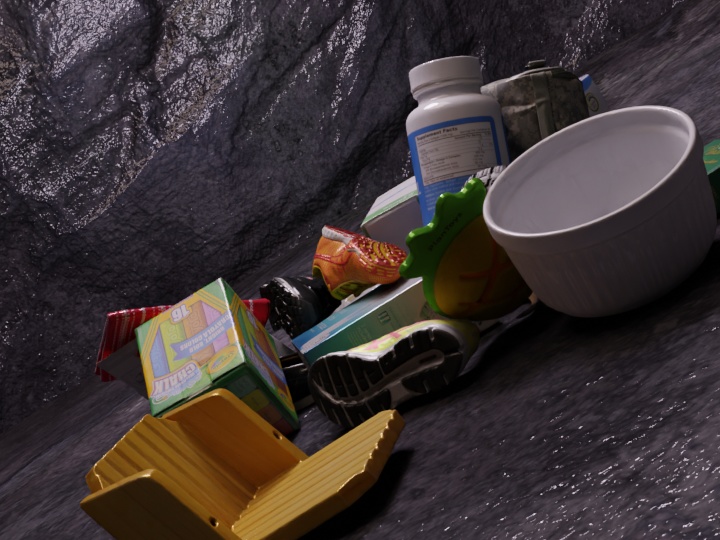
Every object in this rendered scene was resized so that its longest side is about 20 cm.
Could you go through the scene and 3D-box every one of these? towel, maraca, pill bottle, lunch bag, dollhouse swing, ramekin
[{"bbox_3d":[-0.213,0.084,1.661,0.198,0.023,0.145,-5,-33,-21],"label":"towel"},{"bbox_3d":[0.108,-0.017,1.320,0.137,0.107,0.200,-53,-35,4],"label":"maraca"},{"bbox_3d":[0.112,-0.132,1.551,0.111,0.202,0.112,-9,-6,-1],"label":"pill bottle"},{"bbox_3d":[0.208,-0.135,1.623,0.138,0.202,0.168,-9,0,-3],"label":"lunch bag"},{"bbox_3d":[-0.093,0.150,1.157,0.176,0.181,0.200,-50,0,21],"label":"dollhouse swing"},{"bbox_3d":[0.219,-0.048,1.222,0.199,0.105,0.201,-24,26,12],"label":"ramekin"}]

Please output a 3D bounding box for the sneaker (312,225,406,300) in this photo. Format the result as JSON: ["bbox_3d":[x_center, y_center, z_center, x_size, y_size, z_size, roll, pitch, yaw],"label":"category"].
[{"bbox_3d":[0.000,0.000,1.531,0.072,0.078,0.200,13,2,-17],"label":"sneaker"}]

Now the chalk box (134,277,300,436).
[{"bbox_3d":[-0.154,0.132,1.514,0.123,0.125,0.201,-30,41,5],"label":"chalk box"}]

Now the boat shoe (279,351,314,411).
[{"bbox_3d":[-0.021,0.093,1.598,0.199,0.068,0.072,-29,6,10],"label":"boat shoe"}]

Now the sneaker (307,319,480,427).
[{"bbox_3d":[0.036,0.096,1.349,0.199,0.079,0.090,-18,6,35],"label":"sneaker"}]

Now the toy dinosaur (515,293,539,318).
[{"bbox_3d":[0.173,0.011,1.467,0.106,0.060,0.200,-47,21,-7],"label":"toy dinosaur"}]

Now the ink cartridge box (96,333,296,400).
[{"bbox_3d":[-0.193,0.111,1.668,0.160,0.200,0.050,-32,38,24],"label":"ink cartridge box"}]

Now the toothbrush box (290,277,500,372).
[{"bbox_3d":[0.034,0.064,1.481,0.199,0.086,0.146,-31,6,-5],"label":"toothbrush box"}]

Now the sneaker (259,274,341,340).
[{"bbox_3d":[-0.061,0.030,1.636,0.087,0.076,0.200,-19,8,-12],"label":"sneaker"}]

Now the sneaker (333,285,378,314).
[{"bbox_3d":[-0.004,0.054,1.756,0.080,0.077,0.200,-21,15,31],"label":"sneaker"}]

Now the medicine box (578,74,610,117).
[{"bbox_3d":[0.280,-0.207,2.224,0.199,0.103,0.182,-24,10,44],"label":"medicine box"}]

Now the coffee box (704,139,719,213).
[{"bbox_3d":[0.308,-0.064,1.369,0.199,0.044,0.123,-33,7,-7],"label":"coffee box"}]

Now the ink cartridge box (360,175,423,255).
[{"bbox_3d":[0.078,-0.030,1.693,0.087,0.146,0.200,-29,7,10],"label":"ink cartridge box"}]

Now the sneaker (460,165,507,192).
[{"bbox_3d":[0.204,-0.074,1.406,0.199,0.091,0.076,-9,57,24],"label":"sneaker"}]
